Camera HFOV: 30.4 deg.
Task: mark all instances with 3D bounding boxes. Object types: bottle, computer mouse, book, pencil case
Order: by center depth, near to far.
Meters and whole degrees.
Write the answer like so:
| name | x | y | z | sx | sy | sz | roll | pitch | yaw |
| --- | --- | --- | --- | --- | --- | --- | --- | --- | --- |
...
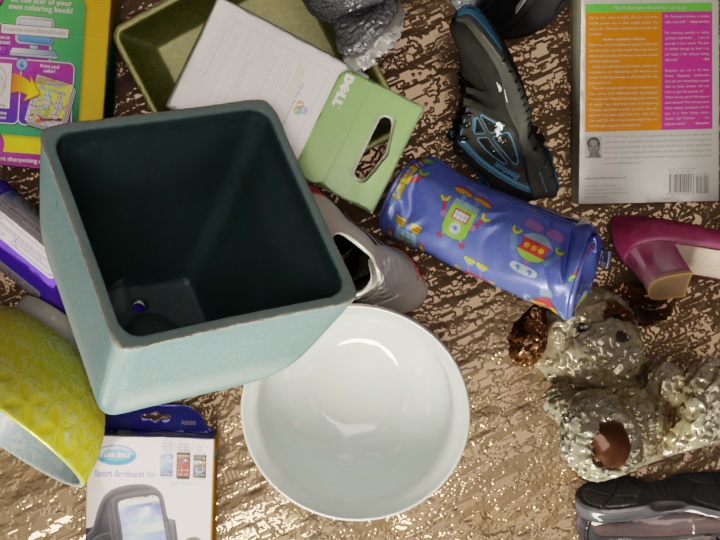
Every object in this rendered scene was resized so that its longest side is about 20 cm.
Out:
| name | x | y | z | sx | sy | sz | roll | pitch | yaw |
| --- | --- | --- | --- | --- | --- | --- | --- | --- | --- |
| computer mouse | 0.155 | -0.247 | 1.109 | 0.200 | 0.140 | 0.046 | -40 | 78 | 35 |
| pencil case | 0.116 | -0.033 | 1.150 | 0.199 | 0.078 | 0.088 | 25 | 101 | 17 |
| bottle | -0.270 | 0.000 | 1.180 | 0.200 | 0.084 | 0.065 | 39 | 86 | -2 |
| book | 0.259 | -0.162 | 1.198 | 0.132 | 0.048 | 0.202 | -1 | 95 | -3 |

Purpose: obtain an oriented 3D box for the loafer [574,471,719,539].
| name | x | y | z | sx | sy | sz | roll | pitch | yaw |
| --- | --- | --- | --- | --- | --- | --- | --- | --- | --- |
| loafer | 0.297 | 0.228 | 1.222 | 0.198 | 0.072 | 0.064 | -1 | 114 | 5 |

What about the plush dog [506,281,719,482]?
| name | x | y | z | sx | sy | sz | roll | pitch | yaw |
| --- | --- | --- | --- | --- | --- | --- | --- | --- | --- |
| plush dog | 0.217 | 0.094 | 1.186 | 0.198 | 0.160 | 0.173 | -13 | 79 | -27 |

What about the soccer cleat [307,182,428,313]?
| name | x | y | z | sx | sy | sz | roll | pitch | yaw |
| --- | --- | --- | --- | --- | --- | --- | --- | --- | --- |
| soccer cleat | 0.000 | 0.000 | 1.145 | 0.068 | 0.085 | 0.200 | -38 | 137 | 12 |

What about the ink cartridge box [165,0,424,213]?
| name | x | y | z | sx | sy | sz | roll | pitch | yaw |
| --- | --- | --- | --- | --- | --- | --- | --- | --- | --- |
| ink cartridge box | -0.056 | -0.141 | 1.138 | 0.199 | 0.059 | 0.105 | 27 | 94 | -3 |

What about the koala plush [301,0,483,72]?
| name | x | y | z | sx | sy | sz | roll | pitch | yaw |
| --- | --- | --- | --- | --- | --- | --- | --- | --- | --- |
| koala plush | 0.024 | -0.280 | 1.105 | 0.199 | 0.184 | 0.178 | -35 | 93 | -6 |

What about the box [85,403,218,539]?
| name | x | y | z | sx | sy | sz | roll | pitch | yaw |
| --- | --- | --- | --- | --- | --- | --- | --- | --- | --- |
| box | -0.193 | 0.225 | 1.220 | 0.118 | 0.041 | 0.202 | 1 | 96 | -1 |

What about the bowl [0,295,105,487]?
| name | x | y | z | sx | sy | sz | roll | pitch | yaw |
| --- | --- | --- | --- | --- | --- | --- | --- | --- | --- |
| bowl | -0.293 | 0.087 | 1.149 | 0.199 | 0.200 | 0.108 | 35 | 69 | -3 |

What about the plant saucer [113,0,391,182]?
| name | x | y | z | sx | sy | sz | roll | pitch | yaw |
| --- | --- | --- | --- | --- | --- | --- | --- | --- | --- |
| plant saucer | -0.089 | -0.170 | 1.189 | 0.198 | 0.048 | 0.201 | -28 | 95 | 1 |

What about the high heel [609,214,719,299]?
| name | x | y | z | sx | sy | sz | roll | pitch | yaw |
| --- | --- | --- | --- | --- | --- | --- | --- | --- | --- |
| high heel | 0.329 | -0.023 | 1.214 | 0.198 | 0.096 | 0.068 | -9 | 136 | -13 |

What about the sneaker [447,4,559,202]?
| name | x | y | z | sx | sy | sz | roll | pitch | yaw |
| --- | --- | --- | --- | --- | --- | --- | --- | --- | --- |
| sneaker | 0.110 | -0.134 | 1.155 | 0.081 | 0.073 | 0.201 | -19 | 121 | 11 |

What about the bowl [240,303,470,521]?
| name | x | y | z | sx | sy | sz | roll | pitch | yaw |
| --- | --- | --- | --- | --- | --- | --- | --- | --- | --- |
| bowl | -0.003 | 0.114 | 1.181 | 0.199 | 0.090 | 0.203 | 1 | 104 | 2 |

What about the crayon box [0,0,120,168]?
| name | x | y | z | sx | sy | sz | roll | pitch | yaw |
| --- | --- | --- | --- | --- | --- | --- | --- | --- | --- |
| crayon box | -0.320 | -0.181 | 1.180 | 0.198 | 0.058 | 0.174 | 5 | 93 | -2 |

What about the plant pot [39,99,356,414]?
| name | x | y | z | sx | sy | sz | roll | pitch | yaw |
| --- | --- | --- | --- | --- | --- | --- | --- | --- | --- |
| plant pot | -0.150 | 0.010 | 1.067 | 0.194 | 0.200 | 0.198 | -12 | 63 | -27 |
